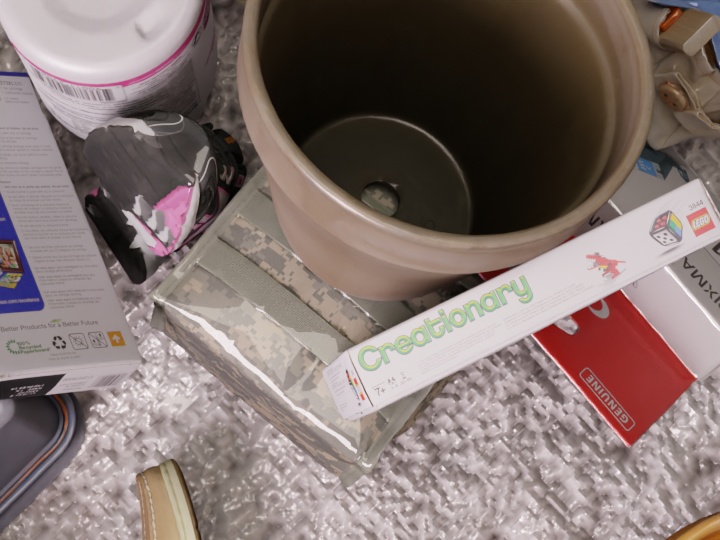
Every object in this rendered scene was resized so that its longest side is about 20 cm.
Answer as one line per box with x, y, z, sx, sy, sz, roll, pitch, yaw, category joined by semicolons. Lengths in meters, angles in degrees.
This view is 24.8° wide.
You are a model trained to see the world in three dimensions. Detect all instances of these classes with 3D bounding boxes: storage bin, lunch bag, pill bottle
-0.272;0.102;0.928;0.200;0.134;0.146;-44;84;-10;storage bin
0.000;0.000;0.969;0.164;0.118;0.200;39;75;2;lunch bag
-0.140;-0.136;0.943;0.113;0.200;0.114;0;79;-2;pill bottle

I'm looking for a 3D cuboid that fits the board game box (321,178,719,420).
0.080;0.019;0.851;0.199;0.126;0.035;-26;86;-10;board game box

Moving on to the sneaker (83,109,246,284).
-0.105;-0.058;0.936;0.086;0.200;0.080;-36;93;-17;sneaker

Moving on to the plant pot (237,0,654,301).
0.025;-0.069;0.839;0.199;0.174;0.201;5;66;-12;plant pot

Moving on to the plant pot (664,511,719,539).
0.216;0.232;0.898;0.199;0.183;0.201;0;79;-2;plant pot

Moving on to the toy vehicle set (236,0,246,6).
-0.019;-0.225;0.944;0.124;0.200;0.027;25;45;-35;toy vehicle set

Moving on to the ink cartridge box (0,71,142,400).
-0.199;-0.024;0.913;0.094;0.037;0.201;-3;62;-44;ink cartridge box

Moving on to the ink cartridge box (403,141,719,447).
0.147;-0.019;0.967;0.200;0.045;0.176;49;43;7;ink cartridge box

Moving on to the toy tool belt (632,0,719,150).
0.239;-0.166;0.985;0.200;0.123;0.125;-40;86;-21;toy tool belt

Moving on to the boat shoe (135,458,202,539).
-0.119;0.211;0.944;0.066;0.074;0.201;-6;80;-9;boat shoe
